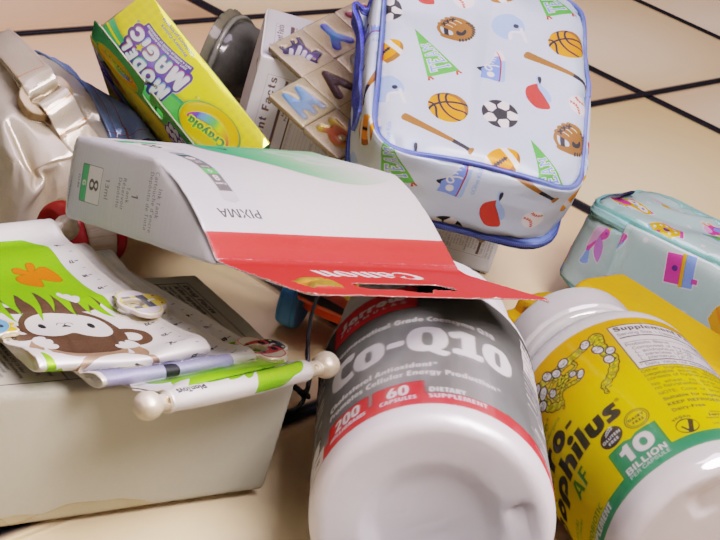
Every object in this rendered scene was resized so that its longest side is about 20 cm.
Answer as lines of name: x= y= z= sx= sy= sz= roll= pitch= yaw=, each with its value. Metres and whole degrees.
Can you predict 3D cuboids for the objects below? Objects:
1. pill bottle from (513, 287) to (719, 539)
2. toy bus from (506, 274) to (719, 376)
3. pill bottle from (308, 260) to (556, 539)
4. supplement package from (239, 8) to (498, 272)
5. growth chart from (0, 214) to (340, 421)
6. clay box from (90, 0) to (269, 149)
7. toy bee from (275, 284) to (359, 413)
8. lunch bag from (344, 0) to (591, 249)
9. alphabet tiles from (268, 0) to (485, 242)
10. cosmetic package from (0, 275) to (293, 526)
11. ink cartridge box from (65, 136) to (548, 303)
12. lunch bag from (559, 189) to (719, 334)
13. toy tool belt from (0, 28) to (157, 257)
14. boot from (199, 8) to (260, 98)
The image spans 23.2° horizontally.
pill bottle: x=0.145 y=0.091 z=0.922 sx=0.112 sy=0.114 sz=0.200 roll=9 pitch=25 yaw=-22
toy bus: x=0.174 y=0.065 z=1.049 sx=0.065 sy=0.079 sz=0.199 roll=-7 pitch=33 yaw=-46
pill bottle: x=0.033 y=0.075 z=0.869 sx=0.113 sy=0.115 sz=0.200 roll=16 pitch=23 yaw=-6
supplement package: x=0.011 y=-0.094 z=1.244 sx=0.198 sy=0.115 sz=0.110 roll=16 pitch=24 yaw=-7
growth chart: x=-0.126 y=0.019 z=0.813 sx=0.199 sy=0.018 sz=0.144 roll=27 pitch=23 yaw=29
clay box: x=-0.105 y=-0.090 z=1.050 sx=0.115 sy=0.047 sz=0.200 roll=51 pitch=-9 yaw=4
toy bee: x=0.000 y=0.000 z=1.028 sx=0.130 sy=0.110 sz=0.200 roll=16 pitch=22 yaw=-10
lunch bag: x=0.065 y=-0.114 z=1.126 sx=0.159 sy=0.076 sz=0.201 roll=11 pitch=48 yaw=-8
alphabet tiles: x=0.040 y=-0.104 z=1.162 sx=0.200 sy=0.006 sz=0.166 roll=43 pitch=49 yaw=18
cosmetic package: x=-0.142 y=0.059 z=0.826 sx=0.199 sy=0.074 sz=0.103 roll=-1 pitch=28 yaw=-40
ink cartridge box: x=-0.026 y=-0.027 z=0.866 sx=0.160 sy=0.051 sz=0.199 roll=1 pitch=9 yaw=-42
lunch bag: x=0.247 y=0.008 z=1.231 sx=0.199 sy=0.078 sz=0.160 roll=29 pitch=20 yaw=23
toy tool belt: x=-0.166 y=-0.064 z=1.031 sx=0.122 sy=0.126 sz=0.200 roll=-13 pitch=38 yaw=-38
boot: x=-0.017 y=-0.127 z=1.345 sx=0.199 sy=0.073 sz=0.182 roll=29 pitch=12 yaw=11
